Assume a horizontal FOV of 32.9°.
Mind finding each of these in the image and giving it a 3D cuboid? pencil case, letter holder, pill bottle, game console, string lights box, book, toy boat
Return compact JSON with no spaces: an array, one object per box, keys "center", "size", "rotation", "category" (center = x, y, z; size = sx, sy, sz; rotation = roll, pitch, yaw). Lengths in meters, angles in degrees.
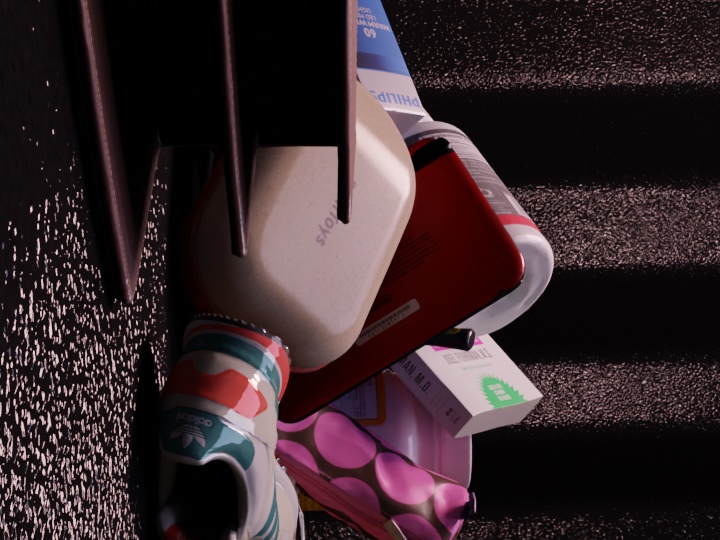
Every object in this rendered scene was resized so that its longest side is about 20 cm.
[{"center":[-0.017,0.149,0.895],"size":[0.091,0.200,0.094],"rotation":[-61,177,29],"category":"pencil case"},{"center":[-0.050,-0.099,0.470],"size":[0.142,0.100,0.200],"rotation":[-90,-179,-51],"category":"letter holder"},{"center":[-0.013,0.141,1.001],"size":[0.111,0.199,0.112],"rotation":[179,-90,-88],"category":"pill bottle"},{"center":[0.000,0.000,0.876],"size":[0.173,0.200,0.119],"rotation":[59,3,20],"category":"game console"},{"center":[-0.036,-0.173,0.898],"size":[0.103,0.059,0.201],"rotation":[-37,-116,40],"category":"string lights box"},{"center":[0.062,-0.051,0.991],"size":[0.111,0.110,0.200],"rotation":[91,-25,-47],"category":"pill bottle"},{"center":[0.044,0.048,0.982],"size":[0.048,0.200,0.133],"rotation":[-50,158,20],"category":"book"},{"center":[-0.054,-0.033,0.770],"size":[0.131,0.130,0.200],"rotation":[44,54,-29],"category":"toy boat"}]

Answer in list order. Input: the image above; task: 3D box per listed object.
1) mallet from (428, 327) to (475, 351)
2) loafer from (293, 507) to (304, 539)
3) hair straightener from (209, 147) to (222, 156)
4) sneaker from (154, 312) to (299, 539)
[{"center":[-0.016,0.048,0.904],"size":[0.066,0.199,0.041],"rotation":[-40,129,-50],"category":"mallet"},{"center":[-0.072,0.183,0.829],"size":[0.200,0.068,0.076],"rotation":[98,-9,-78],"category":"loafer"},{"center":[-0.097,-0.121,0.831],"size":[0.200,0.041,0.077],"rotation":[-40,129,-87],"category":"hair straightener"},{"center":[-0.076,0.118,0.617],"size":[0.200,0.070,0.094],"rotation":[94,13,-44],"category":"sneaker"}]
